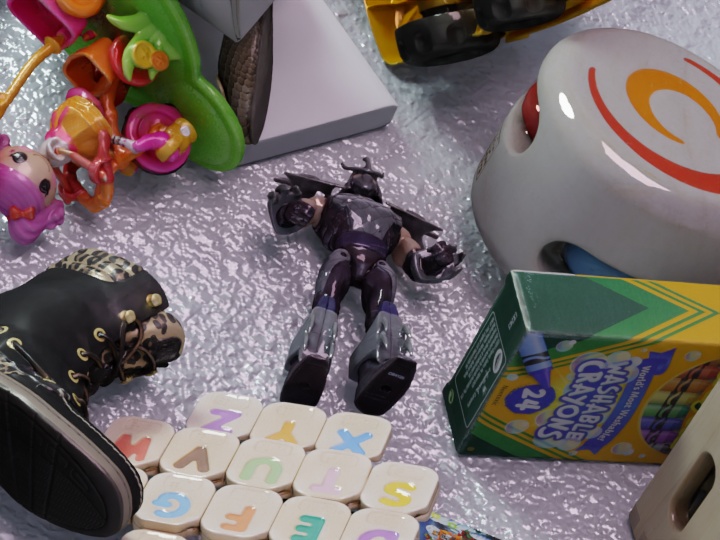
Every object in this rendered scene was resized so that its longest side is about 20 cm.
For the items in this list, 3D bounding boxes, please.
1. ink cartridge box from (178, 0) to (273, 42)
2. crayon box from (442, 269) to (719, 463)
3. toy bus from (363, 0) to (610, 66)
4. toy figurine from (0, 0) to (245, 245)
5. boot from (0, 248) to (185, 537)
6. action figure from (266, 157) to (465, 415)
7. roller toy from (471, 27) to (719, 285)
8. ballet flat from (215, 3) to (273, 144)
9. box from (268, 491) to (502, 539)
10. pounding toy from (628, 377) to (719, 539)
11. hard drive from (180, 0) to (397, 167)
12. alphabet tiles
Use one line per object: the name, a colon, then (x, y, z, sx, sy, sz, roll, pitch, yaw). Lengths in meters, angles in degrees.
ink cartridge box: (-0.110, -0.260, 1.749, 0.200, 0.088, 0.146, 34, 74, 14)
crayon box: (0.166, 0.062, 1.735, 0.199, 0.126, 0.052, 3, 51, -21)
toy bus: (0.121, -0.218, 1.903, 0.191, 0.200, 0.137, -4, 82, -34)
toy figurine: (-0.196, -0.088, 1.735, 0.184, 0.150, 0.200, -44, 101, -29)
boot: (-0.159, 0.062, 1.616, 0.200, 0.074, 0.150, 30, 40, 33)
action figure: (0.000, 0.000, 1.759, 0.129, 0.070, 0.201, 12, 45, -7)
roller toy: (0.168, -0.052, 1.826, 0.182, 0.140, 0.200, -7, 52, -41)
ballet flat: (-0.079, -0.179, 1.806, 0.046, 0.067, 0.201, 0, 84, 2)
box: (0.003, 0.195, 1.577, 0.136, 0.040, 0.200, 21, 31, -5)
pounding toy: (0.284, 0.114, 1.691, 0.183, 0.200, 0.143, 2, 50, -22)
hard drive: (-0.080, -0.162, 1.890, 0.131, 0.027, 0.200, -17, 60, -33)
alphabet tiles: (-0.060, 0.126, 1.600, 0.199, 0.015, 0.196, 9, 32, 12)
